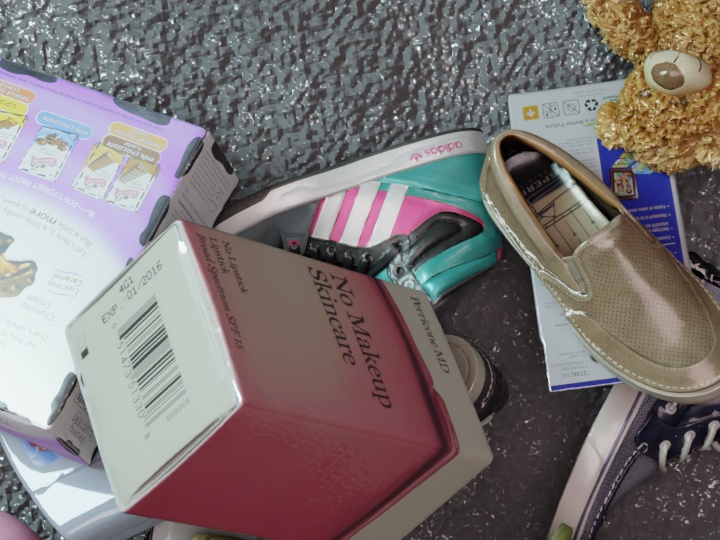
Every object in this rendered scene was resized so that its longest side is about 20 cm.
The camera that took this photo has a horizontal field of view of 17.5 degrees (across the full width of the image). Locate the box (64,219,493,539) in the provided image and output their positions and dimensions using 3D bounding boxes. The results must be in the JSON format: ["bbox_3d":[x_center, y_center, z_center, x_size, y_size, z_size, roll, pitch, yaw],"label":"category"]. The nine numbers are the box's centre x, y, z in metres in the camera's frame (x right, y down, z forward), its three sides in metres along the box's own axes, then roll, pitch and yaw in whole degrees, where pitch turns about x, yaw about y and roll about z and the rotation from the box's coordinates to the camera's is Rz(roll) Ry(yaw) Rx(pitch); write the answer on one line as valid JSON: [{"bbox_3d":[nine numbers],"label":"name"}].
[{"bbox_3d":[-0.044,0.069,1.302,0.109,0.200,0.128,-42,52,29],"label":"box"}]

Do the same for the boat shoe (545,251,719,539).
[{"bbox_3d":[0.194,0.094,1.427,0.093,0.075,0.200,27,87,8],"label":"boat shoe"}]

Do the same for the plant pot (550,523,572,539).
[{"bbox_3d":[0.160,0.273,1.345,0.184,0.200,0.201,23,88,9],"label":"plant pot"}]

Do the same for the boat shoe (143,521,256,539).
[{"bbox_3d":[-0.115,0.187,1.406,0.071,0.064,0.200,26,70,-40],"label":"boat shoe"}]

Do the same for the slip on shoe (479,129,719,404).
[{"bbox_3d":[0.143,-0.006,1.358,0.076,0.061,0.200,-34,67,-9],"label":"slip on shoe"}]

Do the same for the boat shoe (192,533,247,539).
[{"bbox_3d":[-0.027,0.221,1.395,0.200,0.074,0.069,29,96,-26],"label":"boat shoe"}]

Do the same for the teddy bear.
[{"bbox_3d":[0.212,-0.154,1.420,0.145,0.067,0.200,40,66,10],"label":"teddy bear"}]

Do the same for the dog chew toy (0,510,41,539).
[{"bbox_3d":[-0.283,0.209,1.398,0.200,0.125,0.125,-10,88,7],"label":"dog chew toy"}]

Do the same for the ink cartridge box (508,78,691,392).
[{"bbox_3d":[0.148,-0.020,1.415,0.095,0.037,0.200,-7,64,3],"label":"ink cartridge box"}]

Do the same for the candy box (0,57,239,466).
[{"bbox_3d":[-0.194,-0.009,1.381,0.168,0.072,0.200,21,74,22],"label":"candy box"}]

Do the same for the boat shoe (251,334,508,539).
[{"bbox_3d":[0.007,0.117,1.426,0.200,0.063,0.073,-39,56,16],"label":"boat shoe"}]

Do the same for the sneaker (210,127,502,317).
[{"bbox_3d":[0.000,0.000,1.429,0.200,0.084,0.121,-19,79,-3],"label":"sneaker"}]

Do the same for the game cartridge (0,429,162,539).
[{"bbox_3d":[-0.158,0.063,1.400,0.133,0.042,0.200,-24,62,-1],"label":"game cartridge"}]
